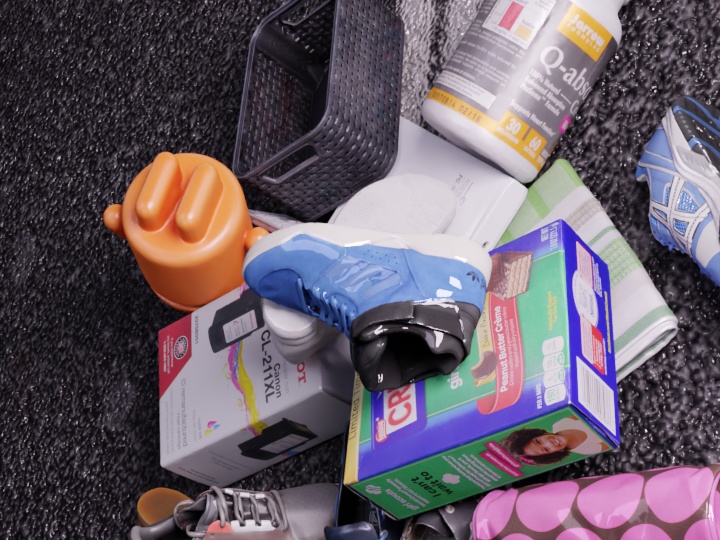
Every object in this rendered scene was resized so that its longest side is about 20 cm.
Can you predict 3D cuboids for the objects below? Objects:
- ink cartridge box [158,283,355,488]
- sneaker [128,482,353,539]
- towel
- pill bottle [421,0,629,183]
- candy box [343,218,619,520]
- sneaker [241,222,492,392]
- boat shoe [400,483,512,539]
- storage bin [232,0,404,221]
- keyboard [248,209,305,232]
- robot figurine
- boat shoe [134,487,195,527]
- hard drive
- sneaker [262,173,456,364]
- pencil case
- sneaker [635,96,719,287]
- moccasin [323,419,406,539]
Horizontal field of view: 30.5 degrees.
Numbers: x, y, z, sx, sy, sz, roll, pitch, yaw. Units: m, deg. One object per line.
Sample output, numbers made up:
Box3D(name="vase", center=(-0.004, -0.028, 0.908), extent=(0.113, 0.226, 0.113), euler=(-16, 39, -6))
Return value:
Box3D(name="ink cartridge box", center=(-0.088, 0.091, 1.208), extent=(0.199, 0.082, 0.147), euler=(-28, 52, 30))
Box3D(name="sneaker", center=(-0.101, 0.216, 1.103), extent=(0.198, 0.083, 0.077), euler=(-20, 42, -9))
Box3D(name="towel", center=(0.156, 0.021, 1.063), extent=(0.149, 0.031, 0.201), euler=(-41, 44, 17))
Box3D(name="pill bottle", center=(0.147, -0.185, 1.109), extent=(0.116, 0.116, 0.201), euler=(36, 95, 46))
Box3D(name="candy box", center=(0.089, 0.077, 0.999), extent=(0.199, 0.077, 0.171), euler=(-26, 41, 31))
Box3D(name="sneaker", center=(-0.007, 0.031, 0.981), extent=(0.197, 0.077, 0.112), euler=(3, 53, 17))
Box3D(name="boat shoe", center=(0.063, 0.205, 1.024), extent=(0.073, 0.060, 0.203), euler=(4, 71, 45))
Box3D(name="storage bin", center=(-0.038, -0.167, 1.266), extent=(0.134, 0.093, 0.202), euler=(-27, 46, 38))
Box3D(name="keyboard", center=(-0.055, -0.037, 1.229), extent=(0.200, 0.056, 0.011), euler=(-154, 68, -62))
Box3D(name="robot figurine", center=(-0.158, -0.033, 1.236), extent=(0.142, 0.201, 0.118), euler=(-20, 66, -6))
Box3D(name="boat shoe", center=(-0.129, 0.272, 1.170), extent=(0.199, 0.070, 0.071), euler=(35, 130, 40))
Box3D(name="hard drive", center=(0.052, -0.051, 1.173), extent=(0.133, 0.027, 0.200), euler=(-57, 36, 4))
Box3D(name="sneaker", center=(0.000, 0.000, 1.108), extent=(0.199, 0.089, 0.075), euler=(-39, 62, -18))
Box3D(name="pencil case", center=(0.176, 0.190, 0.915), extent=(0.198, 0.090, 0.095), euler=(-13, 95, 40))
Box3D(name="sneaker", center=(0.262, -0.031, 0.967), extent=(0.077, 0.075, 0.202), euler=(-53, 39, 41))
Box3D(name="moccasin", center=(-0.005, 0.218, 1.075), extent=(0.080, 0.068, 0.203), euler=(-19, 57, 35))
